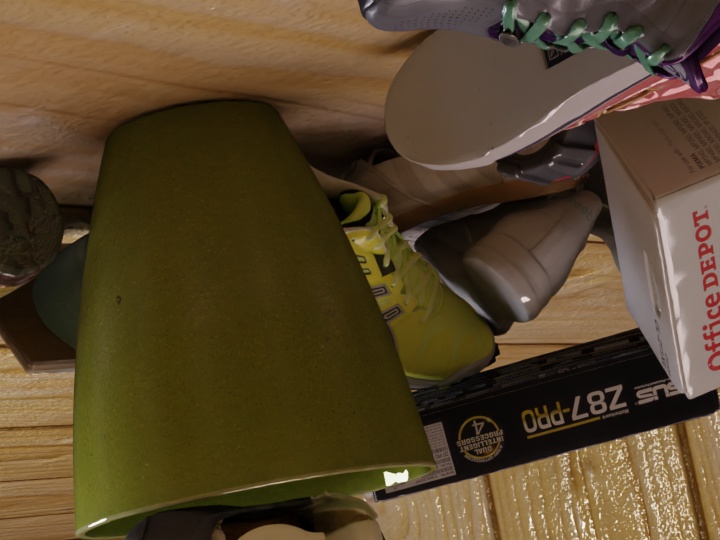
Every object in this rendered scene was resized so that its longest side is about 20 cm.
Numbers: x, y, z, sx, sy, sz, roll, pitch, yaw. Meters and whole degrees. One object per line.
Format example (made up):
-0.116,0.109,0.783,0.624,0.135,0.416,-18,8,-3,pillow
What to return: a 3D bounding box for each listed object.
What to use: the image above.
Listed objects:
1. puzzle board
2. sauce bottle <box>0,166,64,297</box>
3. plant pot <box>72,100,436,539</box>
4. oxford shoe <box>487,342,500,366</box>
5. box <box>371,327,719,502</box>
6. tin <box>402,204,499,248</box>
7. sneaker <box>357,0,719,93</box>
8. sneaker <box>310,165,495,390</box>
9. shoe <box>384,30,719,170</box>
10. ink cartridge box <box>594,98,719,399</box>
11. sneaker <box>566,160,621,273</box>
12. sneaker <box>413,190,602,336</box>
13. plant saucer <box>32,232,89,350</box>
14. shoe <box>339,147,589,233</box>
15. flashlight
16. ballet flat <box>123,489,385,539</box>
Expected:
-0.131,0.022,1.339,0.199,0.017,0.151,-1,-154,-30,puzzle board
-0.232,-0.002,1.243,0.064,0.065,0.200,-4,167,-35,sauce bottle
-0.071,0.022,1.154,0.186,0.201,0.187,-11,170,-2,plant pot
0.007,0.031,1.393,0.072,0.085,0.199,-9,-172,-42,oxford shoe
0.102,0.077,1.296,0.199,0.049,0.161,-16,-177,4,box
0.033,-0.038,1.418,0.199,0.042,0.112,-17,164,33,tin
0.099,-0.110,0.916,0.199,0.088,0.074,-13,170,9,sneaker
0.000,0.000,1.260,0.199,0.076,0.076,31,137,-21,sneaker
0.110,-0.095,1.061,0.200,0.072,0.091,-24,158,38,shoe
0.233,-0.042,1.167,0.199,0.083,0.146,-22,132,-7,ink cartridge box
0.162,-0.057,1.371,0.070,0.081,0.200,0,158,32,sneaker
0.095,-0.015,1.325,0.088,0.075,0.200,-44,-170,-9,sneaker
-0.092,0.011,1.317,0.199,0.036,0.200,10,-156,-4,plant saucer
0.040,-0.057,1.301,0.199,0.054,0.070,-13,-168,33,shoe
0.145,-0.072,1.227,0.199,0.068,0.068,9,125,-50,flashlight
-0.032,0.142,1.096,0.073,0.074,0.199,-18,166,37,ballet flat
